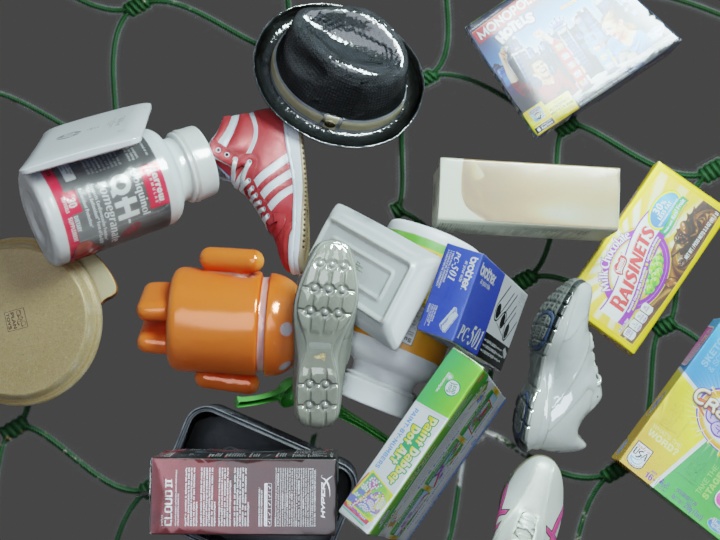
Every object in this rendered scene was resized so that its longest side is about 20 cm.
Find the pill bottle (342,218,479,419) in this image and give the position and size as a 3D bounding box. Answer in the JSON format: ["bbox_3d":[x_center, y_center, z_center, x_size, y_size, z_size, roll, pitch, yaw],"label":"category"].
[{"bbox_3d":[0.048,0.055,1.317,0.110,0.111,0.202,21,85,2],"label":"pill bottle"}]

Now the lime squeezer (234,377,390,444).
[{"bbox_3d":[-0.050,0.149,1.332,0.198,0.071,0.038,19,96,-23],"label":"lime squeezer"}]

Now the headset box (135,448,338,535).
[{"bbox_3d":[-0.121,0.217,1.191,0.198,0.149,0.076,1,85,-1],"label":"headset box"}]

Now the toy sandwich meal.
[{"bbox_3d":[-0.371,0.050,1.341,0.203,0.070,0.208,0,87,2],"label":"toy sandwich meal"}]

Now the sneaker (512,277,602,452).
[{"bbox_3d":[0.229,0.108,1.337,0.086,0.075,0.202,11,98,-9],"label":"sneaker"}]

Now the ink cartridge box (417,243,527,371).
[{"bbox_3d":[0.123,0.043,1.274,0.044,0.200,0.095,18,84,24],"label":"ink cartridge box"}]

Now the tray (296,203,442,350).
[{"bbox_3d":[0.000,0.000,1.293,0.022,0.200,0.108,24,94,-40],"label":"tray"}]

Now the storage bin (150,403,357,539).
[{"bbox_3d":[-0.112,0.241,1.309,0.198,0.094,0.136,23,85,3],"label":"storage bin"}]

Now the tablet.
[{"bbox_3d":[-0.293,-0.146,1.297,0.129,0.200,0.014,-16,109,-1],"label":"tablet"}]

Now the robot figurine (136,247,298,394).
[{"bbox_3d":[-0.142,0.055,1.313,0.198,0.117,0.145,4,75,-2],"label":"robot figurine"}]

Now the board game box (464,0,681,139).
[{"bbox_3d":[0.225,-0.284,1.374,0.199,0.062,0.201,-33,85,-3],"label":"board game box"}]

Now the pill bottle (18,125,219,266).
[{"bbox_3d":[-0.260,-0.089,1.306,0.199,0.111,0.112,-23,85,-23],"label":"pill bottle"}]

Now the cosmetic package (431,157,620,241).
[{"bbox_3d":[0.181,-0.078,1.334,0.198,0.105,0.072,3,85,-1],"label":"cosmetic package"}]

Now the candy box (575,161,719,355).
[{"bbox_3d":[0.324,-0.014,1.367,0.102,0.026,0.201,34,85,6],"label":"candy box"}]

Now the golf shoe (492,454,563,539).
[{"bbox_3d":[0.176,0.300,1.302,0.072,0.092,0.202,19,88,1],"label":"golf shoe"}]

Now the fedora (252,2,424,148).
[{"bbox_3d":[-0.017,-0.236,1.328,0.198,0.092,0.203,5,67,-12],"label":"fedora"}]

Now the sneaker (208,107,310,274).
[{"bbox_3d":[-0.115,-0.088,1.341,0.111,0.071,0.202,-4,69,-2],"label":"sneaker"}]

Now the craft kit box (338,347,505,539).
[{"bbox_3d":[0.071,0.191,1.262,0.048,0.198,0.201,34,85,17],"label":"craft kit box"}]

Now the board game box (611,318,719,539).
[{"bbox_3d":[0.402,0.179,1.343,0.153,0.040,0.201,37,86,3],"label":"board game box"}]

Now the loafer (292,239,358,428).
[{"bbox_3d":[-0.041,0.064,1.264,0.069,0.070,0.202,8,101,-6],"label":"loafer"}]
